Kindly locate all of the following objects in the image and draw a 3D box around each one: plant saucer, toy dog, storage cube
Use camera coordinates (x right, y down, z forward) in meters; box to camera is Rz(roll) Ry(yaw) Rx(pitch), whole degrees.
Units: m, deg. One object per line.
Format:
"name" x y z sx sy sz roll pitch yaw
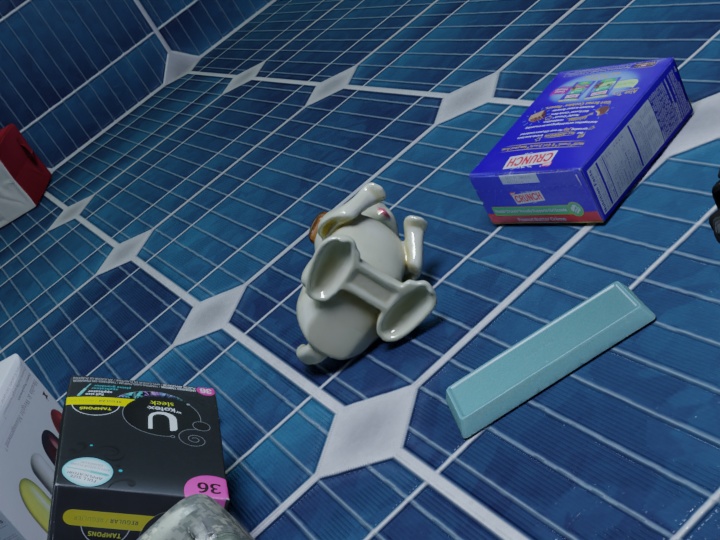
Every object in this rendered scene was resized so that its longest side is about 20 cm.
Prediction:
"plant saucer" 0.164 0.075 0.967 0.198 0.019 0.070 -32 25 3
"toy dog" 0.000 0.000 1.205 0.201 0.137 0.196 -85 19 -58
"storage cube" -0.890 -0.218 2.648 0.198 0.172 0.181 -28 26 11

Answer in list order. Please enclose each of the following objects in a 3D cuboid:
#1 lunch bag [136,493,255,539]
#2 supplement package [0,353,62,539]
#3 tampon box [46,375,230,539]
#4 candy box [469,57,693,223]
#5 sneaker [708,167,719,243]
"lunch bag" -0.125 0.294 0.801 0.199 0.140 0.167 -39 41 -10
"supplement package" -0.376 0.240 1.124 0.145 0.201 0.192 -26 26 14
"tampon box" -0.207 0.203 0.995 0.147 0.129 0.200 7 19 -15
"candy box" 0.242 -0.141 1.193 0.200 0.078 0.168 -46 28 -26
"sneaker" 0.362 -0.086 0.946 0.097 0.071 0.201 -5 39 44
